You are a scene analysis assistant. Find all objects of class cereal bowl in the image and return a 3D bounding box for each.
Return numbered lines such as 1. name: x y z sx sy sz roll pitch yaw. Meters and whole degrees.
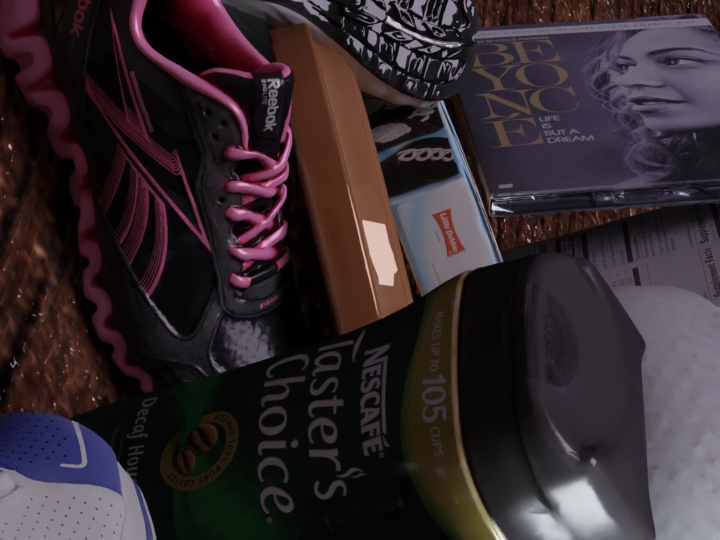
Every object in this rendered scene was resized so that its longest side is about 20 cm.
1. cereal bowl: 0.076 0.104 0.870 0.083 0.200 0.201 3 60 -19

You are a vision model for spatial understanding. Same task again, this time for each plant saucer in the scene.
1. plant saucer: 0.000 0.000 0.942 0.200 0.032 0.201 167 -90 -90

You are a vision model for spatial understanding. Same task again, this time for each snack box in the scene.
1. snack box: 0.038 -0.019 1.055 0.200 0.037 0.116 -101 171 -67

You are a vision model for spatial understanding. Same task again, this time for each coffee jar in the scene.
1. coffee jar: -0.004 0.069 0.751 0.085 0.199 0.105 52 28 -37

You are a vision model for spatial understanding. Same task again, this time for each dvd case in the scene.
1. dvd case: 0.123 -0.082 1.195 0.200 0.148 0.016 -102 -171 -61

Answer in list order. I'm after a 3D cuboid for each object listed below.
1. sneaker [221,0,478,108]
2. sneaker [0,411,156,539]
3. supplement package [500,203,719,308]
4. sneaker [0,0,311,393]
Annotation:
1. sneaker: -0.045 -0.129 1.004 0.200 0.079 0.074 36 67 -27
2. sneaker: -0.124 0.082 0.620 0.115 0.080 0.200 62 25 -25
3. supplement package: 0.177 0.058 1.126 0.151 0.199 0.152 -82 155 -69
4. sneaker: -0.055 -0.035 0.845 0.079 0.095 0.201 -28 96 -51
